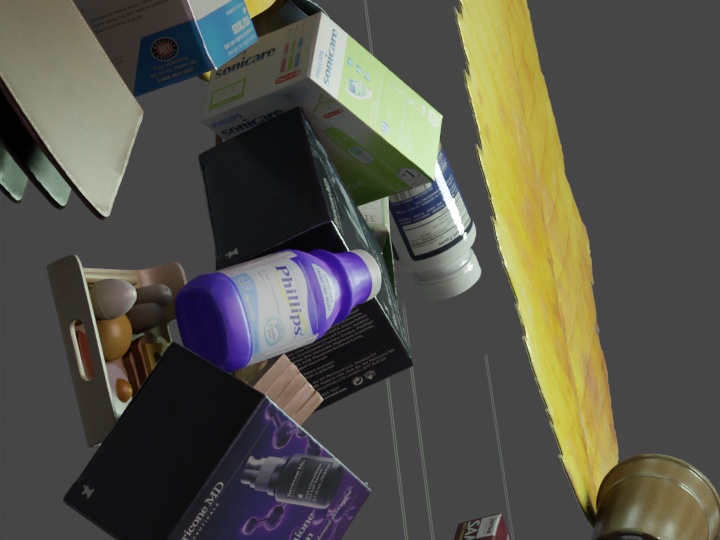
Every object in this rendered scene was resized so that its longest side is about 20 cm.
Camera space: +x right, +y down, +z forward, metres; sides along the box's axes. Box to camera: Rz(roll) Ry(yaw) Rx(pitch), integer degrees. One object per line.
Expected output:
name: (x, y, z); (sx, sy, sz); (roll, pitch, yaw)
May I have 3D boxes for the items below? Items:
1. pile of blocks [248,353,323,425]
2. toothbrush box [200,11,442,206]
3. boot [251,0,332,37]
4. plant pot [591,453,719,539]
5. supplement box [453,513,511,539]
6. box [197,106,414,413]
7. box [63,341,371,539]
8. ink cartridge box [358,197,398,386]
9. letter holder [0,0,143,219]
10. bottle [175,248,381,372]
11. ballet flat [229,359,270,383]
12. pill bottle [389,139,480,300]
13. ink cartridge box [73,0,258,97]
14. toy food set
pile of blocks: (-0.104, 0.166, 1.538); (0.082, 0.062, 0.200); (27, 75, -31)
toothbrush box: (-0.036, -0.152, 1.824); (0.200, 0.146, 0.086); (38, 49, -39)
boot: (-0.040, -0.217, 1.920); (0.200, 0.097, 0.075); (24, 33, -36)
plant pot: (0.436, 0.413, 2.788); (0.200, 0.200, 0.198); (69, 27, -14)
supplement box: (0.167, 0.404, 2.171); (0.109, 0.061, 0.200); (-60, 132, -67)
box: (-0.052, -0.011, 1.728); (0.200, 0.117, 0.197); (59, 9, -38)
box: (-0.105, 0.171, 1.387); (0.148, 0.104, 0.200); (-56, 145, -10)
ink cartridge box: (0.000, 0.000, 1.934); (0.146, 0.048, 0.200); (106, -14, -50)
letter holder: (-0.257, -0.132, 1.315); (0.142, 0.101, 0.200); (-83, 151, -47)
bottle: (-0.064, 0.026, 1.532); (0.200, 0.065, 0.084); (-17, 94, -46)
ballet flat: (-0.084, 0.138, 1.645); (0.200, 0.071, 0.071); (-87, 154, -47)
pill bottle: (0.075, -0.067, 2.228); (0.111, 0.111, 0.200); (-74, 144, -59)
ink cartridge box: (-0.199, -0.250, 1.509); (0.145, 0.147, 0.200); (-54, 126, -68)
toy food set: (-0.174, 0.060, 1.455); (0.200, 0.060, 0.144); (4, 70, -71)
